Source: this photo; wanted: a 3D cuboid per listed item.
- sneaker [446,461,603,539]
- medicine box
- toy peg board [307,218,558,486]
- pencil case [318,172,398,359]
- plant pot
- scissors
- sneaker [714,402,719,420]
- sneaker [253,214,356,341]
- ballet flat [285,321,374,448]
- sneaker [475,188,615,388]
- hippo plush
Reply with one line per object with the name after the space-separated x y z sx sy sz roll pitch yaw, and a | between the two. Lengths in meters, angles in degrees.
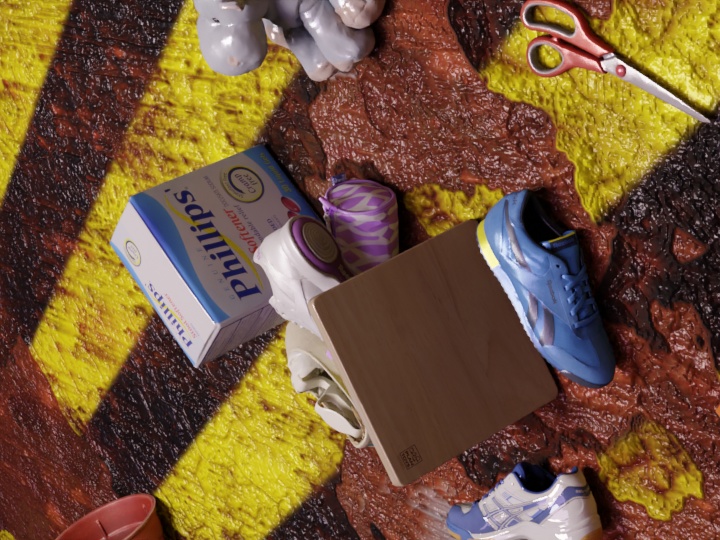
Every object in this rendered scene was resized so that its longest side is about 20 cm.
0.170 0.245 1.325 0.199 0.075 0.089 -10 92 45 | sneaker
-0.151 -0.020 1.428 0.183 0.199 0.103 53 141 13 | medicine box
0.061 0.084 1.260 0.201 0.198 0.098 64 158 -1 | toy peg board
0.000 0.000 1.358 0.084 0.085 0.201 28 131 45 | pencil case
-0.379 0.502 2.022 0.200 0.200 0.196 -7 113 51 | plant pot
0.214 -0.182 1.059 0.199 0.014 0.074 27 128 40 | scissors
0.374 0.182 1.051 0.201 0.070 0.090 60 157 5 | sneaker
-0.035 0.036 1.313 0.099 0.075 0.201 -27 102 39 | sneaker
-0.041 0.140 1.504 0.200 0.069 0.070 44 138 24 | ballet flat
0.186 0.016 1.166 0.078 0.066 0.201 -39 80 48 | sneaker
-0.081 -0.267 1.235 0.159 0.160 0.201 32 133 35 | hippo plush
